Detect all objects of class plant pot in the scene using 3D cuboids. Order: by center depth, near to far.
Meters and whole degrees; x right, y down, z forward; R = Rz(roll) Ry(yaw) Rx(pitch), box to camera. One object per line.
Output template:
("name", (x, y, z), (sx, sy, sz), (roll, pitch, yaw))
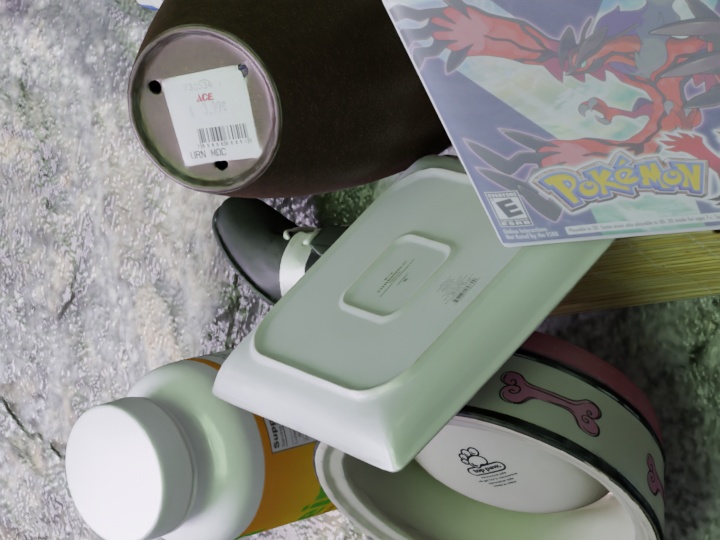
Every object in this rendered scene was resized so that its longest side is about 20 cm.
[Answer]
("plant pot", (-0.043, -0.115, 1.506), (0.186, 0.200, 0.188), (8, 112, 21))

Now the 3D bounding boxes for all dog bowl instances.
("dog bowl", (0.079, 0.102, 1.492), (0.200, 0.200, 0.074), (-11, 48, 42))

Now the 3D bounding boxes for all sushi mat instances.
("sushi mat", (0.134, -0.002, 1.481), (0.199, 0.096, 0.012), (-8, 63, 42))

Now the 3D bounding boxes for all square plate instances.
("square plate", (0.028, 0.010, 1.458), (0.028, 0.200, 0.198), (52, 162, -28))

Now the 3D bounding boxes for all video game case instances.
("video game case", (0.131, -0.086, 1.306), (0.199, 0.023, 0.183), (-4, 135, 27))

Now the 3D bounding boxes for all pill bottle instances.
("pill bottle", (-0.076, 0.103, 1.607), (0.111, 0.200, 0.112), (9, 104, 40))

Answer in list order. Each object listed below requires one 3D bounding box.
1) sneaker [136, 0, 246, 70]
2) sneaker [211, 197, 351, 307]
("sneaker", (-0.123, -0.207, 1.679), (0.088, 0.075, 0.200), (-47, 66, 37))
("sneaker", (0.000, 0.000, 1.612), (0.200, 0.074, 0.089), (38, 121, 19))
